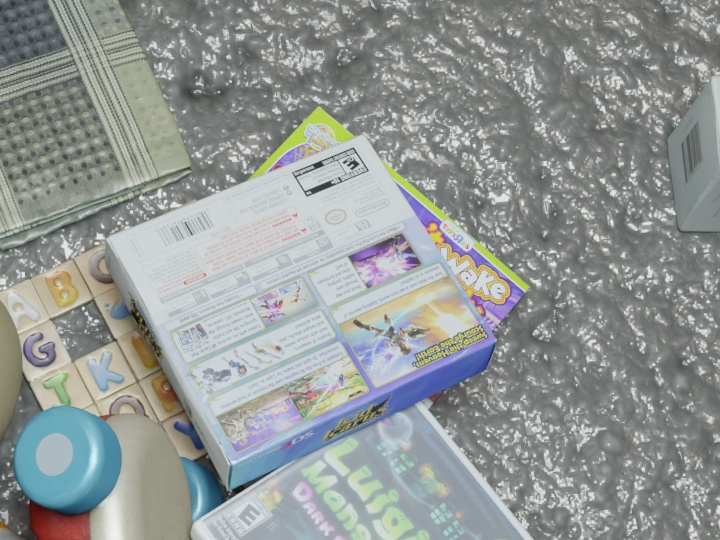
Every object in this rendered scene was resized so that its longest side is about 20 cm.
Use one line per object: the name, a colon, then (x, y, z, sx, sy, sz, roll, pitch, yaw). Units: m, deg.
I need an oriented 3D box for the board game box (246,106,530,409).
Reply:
board game box: (0.000, 0.000, 1.286, 0.200, 0.045, 0.135, 40, 66, 5)

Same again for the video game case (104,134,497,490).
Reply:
video game case: (-0.040, 0.023, 1.203, 0.198, 0.046, 0.182, -23, 64, -20)

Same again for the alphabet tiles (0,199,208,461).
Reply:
alphabet tiles: (-0.133, 0.048, 1.271, 0.199, 0.008, 0.168, -26, 76, -17)

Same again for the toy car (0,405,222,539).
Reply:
toy car: (-0.207, 0.189, 1.144, 0.198, 0.184, 0.179, -12, 70, 16)

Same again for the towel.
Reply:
towel: (-0.240, -0.119, 1.306, 0.191, 0.035, 0.202, -20, 72, -19)

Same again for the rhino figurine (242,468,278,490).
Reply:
rhino figurine: (-0.034, 0.166, 1.201, 0.086, 0.060, 0.202, -4, 57, -12)

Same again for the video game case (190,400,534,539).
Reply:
video game case: (0.022, 0.193, 1.148, 0.181, 0.023, 0.200, -30, 68, -28)

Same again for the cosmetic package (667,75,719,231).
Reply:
cosmetic package: (0.338, -0.084, 1.347, 0.197, 0.113, 0.082, 1, 69, -7)

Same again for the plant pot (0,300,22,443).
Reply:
plant pot: (-0.291, 0.064, 1.156, 0.201, 0.200, 0.134, 53, 35, 11)
